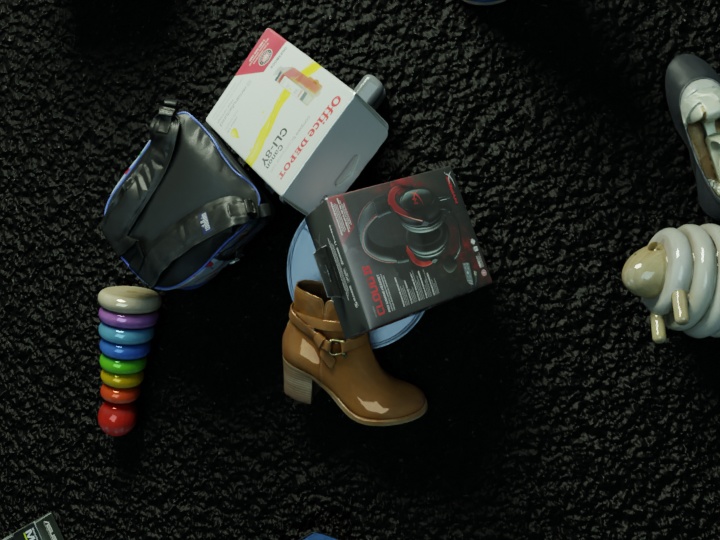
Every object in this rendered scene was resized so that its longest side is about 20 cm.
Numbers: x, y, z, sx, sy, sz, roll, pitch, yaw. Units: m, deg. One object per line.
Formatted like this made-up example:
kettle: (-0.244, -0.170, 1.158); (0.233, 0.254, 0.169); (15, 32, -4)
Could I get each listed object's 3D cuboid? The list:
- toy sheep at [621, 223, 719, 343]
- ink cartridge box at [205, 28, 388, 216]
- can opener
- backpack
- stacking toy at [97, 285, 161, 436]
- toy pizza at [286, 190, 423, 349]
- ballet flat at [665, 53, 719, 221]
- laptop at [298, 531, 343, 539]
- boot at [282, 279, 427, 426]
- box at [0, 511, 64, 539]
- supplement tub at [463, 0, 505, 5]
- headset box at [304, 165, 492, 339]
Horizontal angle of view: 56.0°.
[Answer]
toy sheep: (0.389, 0.015, 0.758); (0.194, 0.138, 0.142); (9, 94, -4)
ink cartridge box: (-0.080, -0.180, 0.824); (0.146, 0.083, 0.200); (-52, 54, 7)
can opener: (-0.051, -0.174, 0.876); (0.067, 0.053, 0.201); (39, 97, 7)
backpack: (-0.223, -0.075, 0.865); (0.190, 0.154, 0.201); (-41, 78, 1)
stacking toy: (-0.324, 0.129, 0.932); (0.083, 0.085, 0.206); (9, 99, 10)
toy pizza: (0.000, 0.000, 0.881); (0.194, 0.032, 0.207); (1, 94, 9)
ballet flat: (0.407, -0.157, 0.779); (0.071, 0.073, 0.206); (-15, 89, 11)
laptop: (-0.067, 0.444, 0.866); (0.185, 0.116, 0.203); (-33, 85, 11)
boot: (-0.002, 0.098, 0.840); (0.195, 0.077, 0.159); (14, 115, 12)
box: (-0.493, 0.490, 0.988); (0.190, 0.047, 0.203); (-30, 85, 8)
supplement tub: (0.143, -0.394, 0.756); (0.128, 0.200, 0.136); (0, 92, 11)
headset box: (0.036, -0.020, 0.781); (0.196, 0.075, 0.152); (-17, 84, -28)
